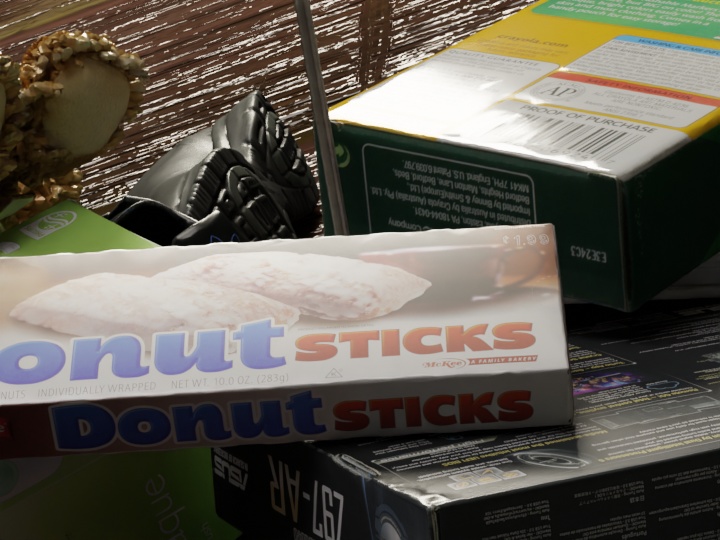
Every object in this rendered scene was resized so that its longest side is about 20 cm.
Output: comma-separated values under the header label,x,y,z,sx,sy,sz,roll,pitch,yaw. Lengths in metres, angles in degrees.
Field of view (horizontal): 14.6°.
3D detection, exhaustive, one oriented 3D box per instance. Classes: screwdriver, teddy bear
label,x,y,z,sx,sy,sz,roll,pitch,yaw
screwdriver,0.000,0.000,0.935,0.029,0.200,0.028,-5,11,-1
teddy bear,-0.158,-0.030,0.975,0.145,0.067,0.200,-25,-11,-28

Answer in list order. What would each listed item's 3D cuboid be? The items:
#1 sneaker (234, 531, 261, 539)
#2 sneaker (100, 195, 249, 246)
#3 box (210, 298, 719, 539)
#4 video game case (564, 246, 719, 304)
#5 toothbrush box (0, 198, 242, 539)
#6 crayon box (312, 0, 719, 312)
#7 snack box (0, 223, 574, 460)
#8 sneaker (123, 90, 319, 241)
label,x,y,z,sx,sy,sz,roll,pitch,yaw
sneaker,-0.074,0.141,0.838,0.104,0.060,0.200,-11,24,16
sneaker,-0.097,0.010,1.085,0.070,0.078,0.200,-35,23,-35
box,0.075,0.055,0.847,0.200,0.044,0.160,-9,13,-24
video game case,0.115,-0.038,1.029,0.182,0.023,0.200,-2,23,8
toothbrush box,-0.135,0.090,0.898,0.200,0.146,0.086,-28,28,-22
crayon box,0.095,-0.054,0.980,0.126,0.052,0.200,13,30,37
snack box,-0.040,0.021,0.820,0.200,0.024,0.072,-4,37,2
sneaker,-0.074,-0.017,1.278,0.091,0.076,0.200,-28,10,13
